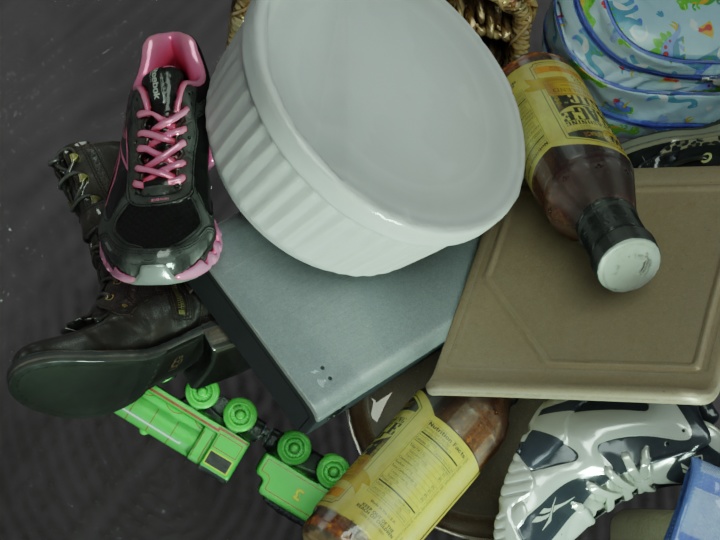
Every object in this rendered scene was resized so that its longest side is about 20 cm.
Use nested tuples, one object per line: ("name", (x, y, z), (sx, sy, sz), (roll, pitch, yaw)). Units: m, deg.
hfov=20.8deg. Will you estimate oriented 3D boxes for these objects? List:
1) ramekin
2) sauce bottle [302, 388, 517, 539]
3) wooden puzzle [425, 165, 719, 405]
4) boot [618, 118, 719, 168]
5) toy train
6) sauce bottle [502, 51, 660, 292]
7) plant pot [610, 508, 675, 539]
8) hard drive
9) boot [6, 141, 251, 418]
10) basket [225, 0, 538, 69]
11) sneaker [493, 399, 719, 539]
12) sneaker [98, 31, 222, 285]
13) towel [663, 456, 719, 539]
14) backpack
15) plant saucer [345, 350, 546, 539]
("ramekin", (-0.004, -0.089, 1.205), (0.202, 0.094, 0.203), (21, 51, -29))
("sauce bottle", (0.047, 0.113, 1.243), (0.066, 0.066, 0.200), (43, 65, 2))
("wooden puzzle", (0.152, 0.010, 1.217), (0.184, 0.037, 0.200), (0, 47, 29))
("boot", (0.222, -0.021, 1.274), (0.203, 0.074, 0.154), (-19, 43, 17))
("toy train", (-0.095, 0.103, 1.274), (0.200, 0.042, 0.057), (31, 85, -1))
("sauce bottle", (0.136, -0.062, 1.226), (0.066, 0.066, 0.200), (-9, 40, -11))
("plant pot", (0.278, 0.243, 1.232), (0.199, 0.177, 0.201), (3, 76, -9))
("hard drive", (0.000, 0.000, 1.255), (0.200, 0.033, 0.140), (-30, 77, -35))
("boot", (-0.159, -0.004, 1.243), (0.200, 0.069, 0.174), (-9, 62, -39))
("basket", (0.014, -0.168, 1.299), (0.199, 0.143, 0.150), (8, 75, -7))
("sneaker", (0.171, 0.127, 1.240), (0.129, 0.080, 0.200), (17, 65, 22))
("sneaker", (-0.121, -0.073, 1.197), (0.079, 0.096, 0.200), (-2, 40, 1))
("towel", (0.260, 0.210, 1.133), (0.199, 0.024, 0.147), (23, 74, -2))
("backpack", (0.222, -0.164, 1.343), (0.199, 0.154, 0.164), (-8, 69, 3))
("plant saucer", (0.085, 0.082, 1.311), (0.199, 0.032, 0.201), (2, 77, -10))
